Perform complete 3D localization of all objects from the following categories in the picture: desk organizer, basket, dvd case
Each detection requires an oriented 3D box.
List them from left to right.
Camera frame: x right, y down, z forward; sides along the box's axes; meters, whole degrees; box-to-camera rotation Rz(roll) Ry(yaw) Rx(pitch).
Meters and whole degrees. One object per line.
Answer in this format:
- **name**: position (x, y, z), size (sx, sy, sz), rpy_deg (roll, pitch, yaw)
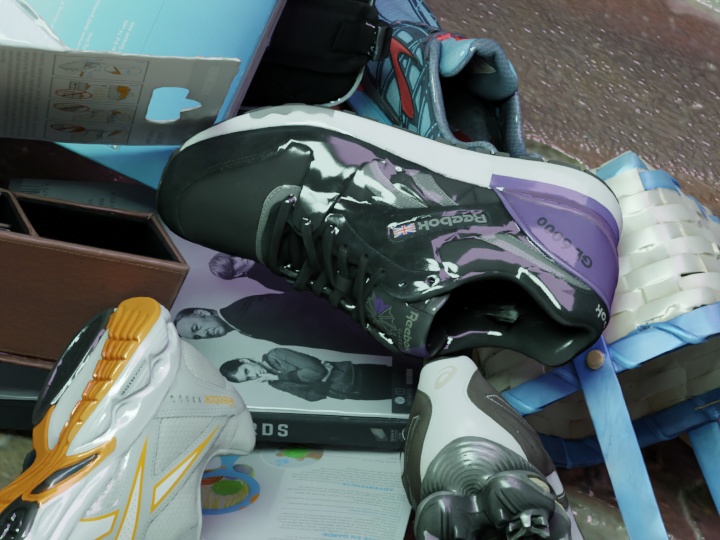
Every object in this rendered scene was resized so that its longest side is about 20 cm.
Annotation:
- **desk organizer**: position (-0.174, -0.018, 1.164), size (0.199, 0.077, 0.072), rpy_deg (10, 48, -18)
- **dvd case**: position (-0.070, 0.017, 1.289), size (0.198, 0.025, 0.151), rpy_deg (3, 42, 0)
- **basket**: position (0.134, 0.061, 1.281), size (0.176, 0.139, 0.201), rpy_deg (32, 34, -63)

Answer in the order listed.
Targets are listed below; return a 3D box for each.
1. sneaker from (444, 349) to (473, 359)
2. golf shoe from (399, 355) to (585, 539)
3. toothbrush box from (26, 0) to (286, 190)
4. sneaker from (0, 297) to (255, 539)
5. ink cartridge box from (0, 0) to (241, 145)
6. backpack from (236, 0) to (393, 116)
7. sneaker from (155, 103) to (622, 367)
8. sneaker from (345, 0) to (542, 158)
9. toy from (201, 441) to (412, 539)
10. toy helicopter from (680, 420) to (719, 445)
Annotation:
- **sneaker**: position (0.001, -0.002, 1.389), size (0.104, 0.060, 0.200), rpy_deg (-14, 53, -40)
- **golf shoe**: position (0.060, 0.105, 1.202), size (0.077, 0.200, 0.095), rpy_deg (-14, 60, -1)
- **toothbrush box**: position (-0.136, -0.139, 1.284), size (0.199, 0.147, 0.085), rpy_deg (24, 4, -2)
- **sneaker**: position (-0.108, 0.115, 1.127), size (0.092, 0.076, 0.201), rpy_deg (40, 73, -25)
- **ink cartridge box**: position (-0.154, -0.095, 1.160), size (0.198, 0.162, 0.051), rpy_deg (2, 80, -8)
- **backpack**: position (-0.095, -0.173, 1.416), size (0.199, 0.179, 0.151), rpy_deg (-4, 27, -31)
- **sneaker**: position (0.009, -0.010, 1.176), size (0.198, 0.076, 0.088), rpy_deg (7, 44, 4)
- **sneaker**: position (0.051, -0.095, 1.488), size (0.079, 0.096, 0.201), rpy_deg (4, 46, -31)
- **toy**: position (-0.032, 0.110, 1.236), size (0.114, 0.048, 0.200), rpy_deg (1, 31, 10)
- **toy helicopter**: position (0.168, 0.032, 1.457), size (0.131, 0.079, 0.200), rpy_deg (-5, 40, -19)
